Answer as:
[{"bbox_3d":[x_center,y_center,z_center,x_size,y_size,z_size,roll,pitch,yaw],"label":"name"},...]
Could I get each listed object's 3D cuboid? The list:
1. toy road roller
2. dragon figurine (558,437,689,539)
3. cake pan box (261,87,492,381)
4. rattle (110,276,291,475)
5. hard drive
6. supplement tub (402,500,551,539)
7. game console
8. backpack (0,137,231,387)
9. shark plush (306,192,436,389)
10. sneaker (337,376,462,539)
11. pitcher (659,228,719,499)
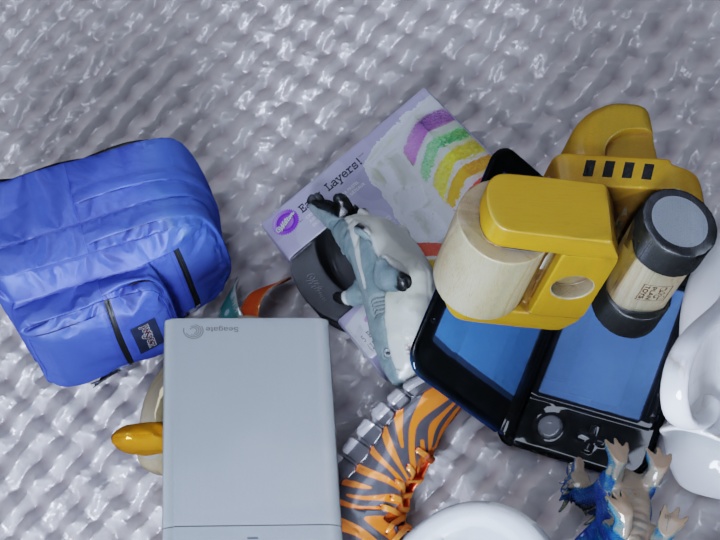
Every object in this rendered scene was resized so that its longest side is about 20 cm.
[{"bbox_3d":[0.153,-0.044,1.154,0.197,0.123,0.148,3,58,-12],"label":"toy road roller"},{"bbox_3d":[0.179,0.187,1.088,0.058,0.100,0.201,10,34,-8],"label":"dragon figurine"},{"bbox_3d":[0.036,-0.031,1.329,0.199,0.052,0.185,-38,53,-2],"label":"cake pan box"},{"bbox_3d":[-0.133,0.068,1.291,0.129,0.142,0.202,10,71,47],"label":"rattle"},{"bbox_3d":[-0.084,0.125,1.191,0.130,0.027,0.202,0,53,-7],"label":"hard drive"},{"bbox_3d":[0.097,0.244,1.055,0.121,0.200,0.124,-9,59,16],"label":"supplement tub"},{"bbox_3d":[0.158,0.030,1.200,0.169,0.119,0.202,14,68,26],"label":"game console"},{"bbox_3d":[-0.209,-0.006,1.351,0.198,0.163,0.169,-22,64,-7],"label":"backpack"},{"bbox_3d":[0.000,0.000,1.259,0.200,0.090,0.084,45,115,30],"label":"shark plush"},{"bbox_3d":[0.032,0.173,1.207,0.200,0.078,0.112,-46,60,4],"label":"sneaker"},{"bbox_3d":[0.272,0.044,1.116,0.120,0.172,0.202,13,68,33],"label":"pitcher"}]
